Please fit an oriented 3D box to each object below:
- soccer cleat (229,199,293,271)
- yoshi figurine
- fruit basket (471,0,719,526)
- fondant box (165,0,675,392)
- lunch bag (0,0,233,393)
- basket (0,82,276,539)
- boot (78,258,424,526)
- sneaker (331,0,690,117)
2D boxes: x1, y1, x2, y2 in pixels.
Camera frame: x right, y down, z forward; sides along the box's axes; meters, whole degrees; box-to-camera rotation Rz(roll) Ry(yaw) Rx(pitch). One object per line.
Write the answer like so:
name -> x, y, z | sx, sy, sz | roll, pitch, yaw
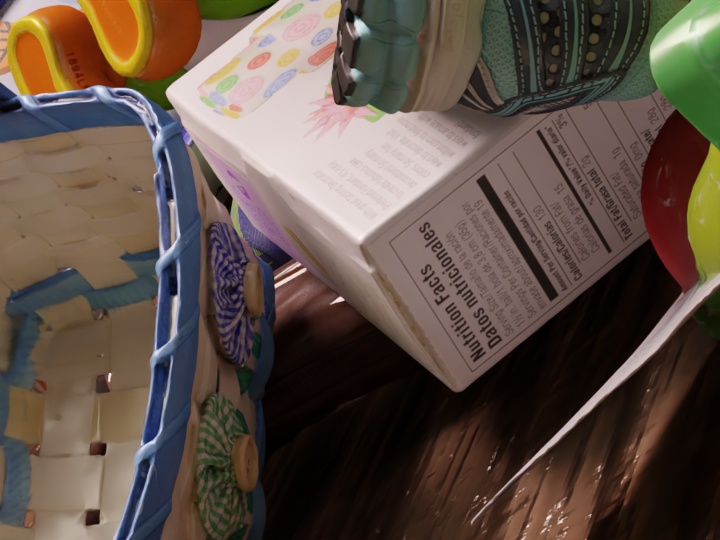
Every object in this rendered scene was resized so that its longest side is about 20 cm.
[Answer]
soccer cleat -> 0.004, -0.068, 1.077 | 0.084, 0.065, 0.200 | -33, 18, 45
yoshi figurine -> -0.006, -0.075, 0.924 | 0.199, 0.113, 0.112 | -16, 25, -38
fruit basket -> 0.118, -0.030, 0.624 | 0.185, 0.094, 0.200 | -44, -10, -33
fondant box -> 0.060, -0.071, 0.787 | 0.200, 0.058, 0.144 | -38, 30, -9
lunch bag -> -0.091, -0.059, 1.121 | 0.200, 0.123, 0.170 | -56, -8, -28
basket -> -0.107, 0.021, 0.750 | 0.139, 0.200, 0.177 | -14, 63, 31
boot -> 0.000, 0.000, 0.896 | 0.200, 0.064, 0.187 | -37, 18, 22
sneaker -> 0.041, -0.074, 0.695 | 0.200, 0.086, 0.078 | -79, -2, -71
